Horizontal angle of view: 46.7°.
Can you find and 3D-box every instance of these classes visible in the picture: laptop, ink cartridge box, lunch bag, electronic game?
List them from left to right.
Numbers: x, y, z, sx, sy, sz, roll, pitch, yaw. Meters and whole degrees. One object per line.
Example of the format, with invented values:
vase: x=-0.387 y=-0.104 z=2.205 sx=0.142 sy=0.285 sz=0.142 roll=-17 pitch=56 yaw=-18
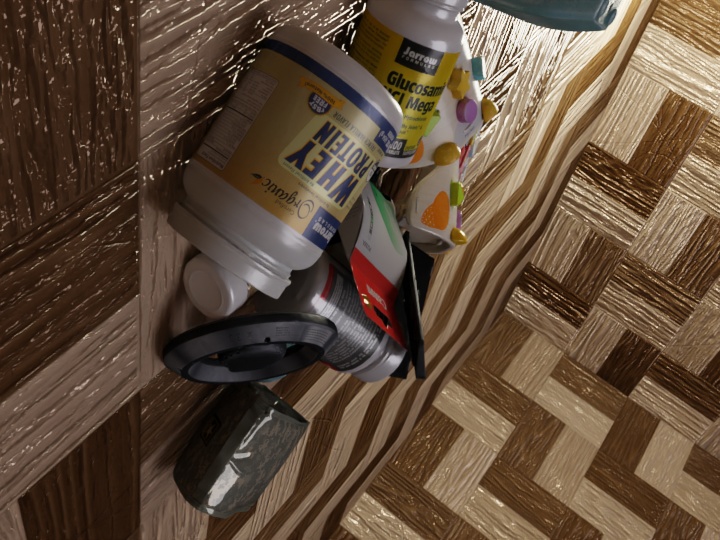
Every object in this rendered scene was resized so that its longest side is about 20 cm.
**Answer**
lunch bag: x=-0.168 y=0.244 z=1.155 sx=0.165 sy=0.117 sz=0.200 roll=-54 pitch=169 yaw=-6
electronic game: x=-0.121 y=0.085 z=0.929 sx=0.195 sy=0.043 sz=0.201 roll=-9 pitch=160 yaw=-3
ink cartridge box: x=0.022 y=-0.020 z=1.025 sx=0.049 sy=0.204 sz=0.161 roll=-25 pitch=153 yaw=12
laptop: x=0.034 y=0.059 z=1.280 sx=0.199 sy=0.114 sz=0.192 roll=28 pitch=74 yaw=-57

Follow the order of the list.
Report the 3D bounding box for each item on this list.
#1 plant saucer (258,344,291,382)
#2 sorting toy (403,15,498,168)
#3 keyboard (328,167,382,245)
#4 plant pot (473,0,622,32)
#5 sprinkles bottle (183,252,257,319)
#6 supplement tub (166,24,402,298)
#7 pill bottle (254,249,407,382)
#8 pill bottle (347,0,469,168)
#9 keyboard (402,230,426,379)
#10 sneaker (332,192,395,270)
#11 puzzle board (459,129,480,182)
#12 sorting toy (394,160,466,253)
plant saucer: x=-0.093 y=0.089 z=1.251 sx=0.201 sy=0.027 sz=0.201 roll=-51 pitch=163 yaw=-22
sorting toy: x=0.100 y=-0.254 z=1.084 sx=0.201 sy=0.105 sz=0.182 roll=-49 pitch=144 yaw=-26
keyboard: x=-0.017 y=-0.117 z=1.090 sx=0.102 sy=0.040 sz=0.202 roll=-17 pitch=145 yaw=-31
plant pot: x=0.224 y=-0.380 z=0.961 sx=0.199 sy=0.198 sz=0.196 roll=-63 pitch=163 yaw=18
sprinkles bottle: x=-0.104 y=-0.023 z=0.908 sx=0.199 sy=0.068 sz=0.069 roll=-40 pitch=158 yaw=-47
supplement tub: x=-0.068 y=-0.093 z=0.739 sx=0.202 sy=0.143 sz=0.144 roll=-57 pitch=165 yaw=0
pill bottle: x=-0.032 y=0.059 z=1.054 sx=0.115 sy=0.113 sz=0.199 roll=-54 pitch=131 yaw=-5
pill bottle: x=0.042 y=-0.222 z=0.884 sx=0.112 sy=0.111 sz=0.203 roll=-32 pitch=151 yaw=-56
keyboard: x=0.069 y=0.056 z=1.121 sx=0.129 sy=0.020 sz=0.203 roll=82 pitch=3 yaw=-47
sneaker: x=0.000 y=0.000 z=1.227 sx=0.147 sy=0.079 sz=0.204 roll=69 pitch=40 yaw=-73
puzzle board: x=0.177 y=-0.191 z=1.475 sx=0.151 sy=0.017 sz=0.204 roll=39 pitch=73 yaw=-75
sorting toy: x=0.114 y=-0.129 z=1.263 sx=0.200 sy=0.104 sz=0.185 roll=147 pitch=-45 yaw=-79
